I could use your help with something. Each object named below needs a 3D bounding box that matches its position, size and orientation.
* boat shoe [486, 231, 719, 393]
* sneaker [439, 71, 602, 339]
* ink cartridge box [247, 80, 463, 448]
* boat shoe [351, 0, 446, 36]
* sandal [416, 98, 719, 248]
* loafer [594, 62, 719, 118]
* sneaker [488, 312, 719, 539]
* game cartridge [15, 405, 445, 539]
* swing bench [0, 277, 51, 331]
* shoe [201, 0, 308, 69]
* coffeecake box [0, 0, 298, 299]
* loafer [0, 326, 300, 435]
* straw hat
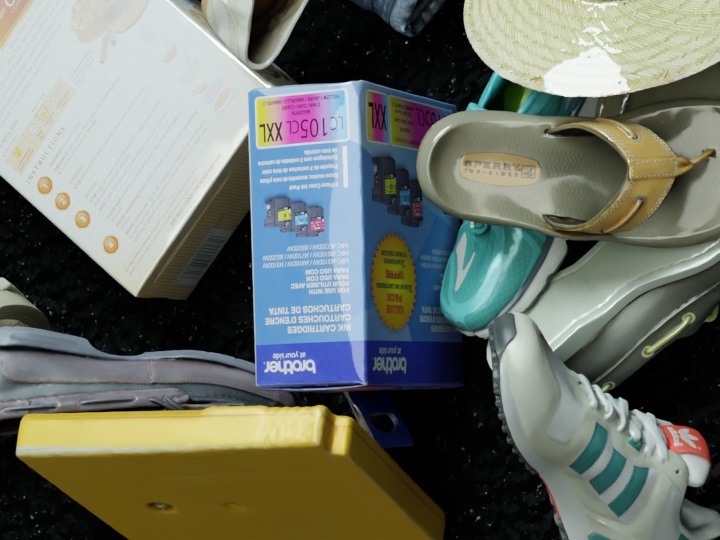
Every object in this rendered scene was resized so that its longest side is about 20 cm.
[{"bbox_3d":[0.166,0.008,1.207,0.201,0.060,0.072,-37,36,14],"label":"boat shoe"},{"bbox_3d":[0.081,-0.062,1.223,0.077,0.079,0.202,16,88,49],"label":"sneaker"},{"bbox_3d":[0.000,0.000,1.233,0.076,0.136,0.202,-1,88,27],"label":"ink cartridge box"},{"bbox_3d":[0.049,-0.240,1.263,0.091,0.071,0.201,37,109,19],"label":"boat shoe"},{"bbox_3d":[0.126,-0.053,1.148,0.198,0.054,0.081,2,92,8],"label":"sandal"},{"bbox_3d":[0.212,-0.123,1.175,0.200,0.068,0.076,-41,112,14],"label":"loafer"},{"bbox_3d":[0.137,0.090,1.171,0.093,0.071,0.201,-20,124,12],"label":"sneaker"},{"bbox_3d":[-0.071,0.122,1.240,0.198,0.176,0.033,-5,63,21],"label":"game cartridge"},{"bbox_3d":[-0.319,0.042,1.369,0.199,0.130,0.201,39,97,19],"label":"swing bench"},{"bbox_3d":[-0.025,-0.201,1.221,0.201,0.069,0.054,-58,33,29],"label":"shoe"},{"bbox_3d":[-0.150,-0.104,1.331,0.200,0.073,0.154,40,102,18],"label":"coffeecake box"},{"bbox_3d":[-0.135,0.085,1.279,0.198,0.072,0.063,10,53,-11],"label":"loafer"},{"bbox_3d":[0.135,-0.192,1.154,0.199,0.085,0.202,-12,43,11],"label":"straw hat"}]
